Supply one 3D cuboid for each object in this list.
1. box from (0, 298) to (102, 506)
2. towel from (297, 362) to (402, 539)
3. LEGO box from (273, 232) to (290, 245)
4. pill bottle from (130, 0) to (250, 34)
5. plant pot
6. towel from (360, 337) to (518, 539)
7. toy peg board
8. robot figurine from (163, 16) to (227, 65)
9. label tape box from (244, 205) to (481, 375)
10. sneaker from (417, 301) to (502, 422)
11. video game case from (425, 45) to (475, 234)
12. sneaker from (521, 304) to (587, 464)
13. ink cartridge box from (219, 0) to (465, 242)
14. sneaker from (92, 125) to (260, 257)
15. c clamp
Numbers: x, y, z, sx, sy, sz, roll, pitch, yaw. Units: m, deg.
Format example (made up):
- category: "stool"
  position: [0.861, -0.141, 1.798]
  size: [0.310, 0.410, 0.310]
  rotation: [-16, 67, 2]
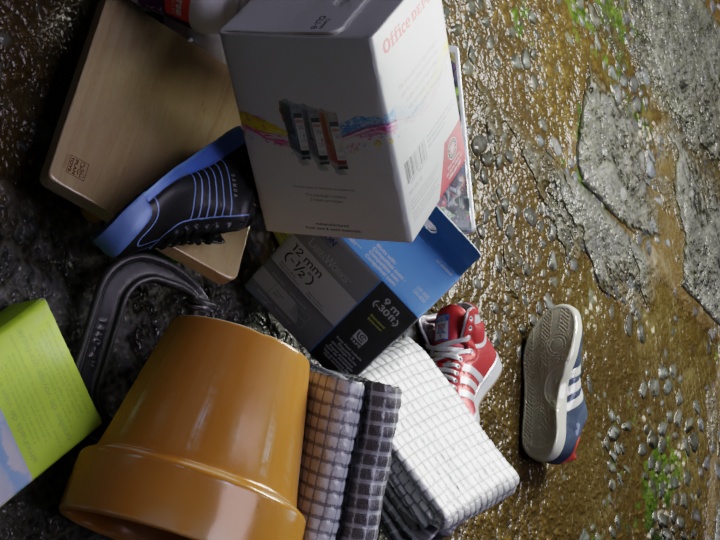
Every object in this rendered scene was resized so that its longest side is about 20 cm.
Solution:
- category: "box"
  position: [-0.300, 0.120, 1.323]
  size: [0.200, 0.048, 0.122]
  rotation: [-42, 114, -51]
- category: "towel"
  position: [-0.033, 0.169, 1.506]
  size: [0.085, 0.200, 0.166]
  rotation: [9, 90, -20]
- category: "LEGO box"
  position: [-0.038, -0.100, 1.726]
  size: [0.149, 0.077, 0.200]
  rotation: [-50, 122, -48]
- category: "pill bottle"
  position: [-0.164, -0.282, 1.479]
  size: [0.113, 0.200, 0.112]
  rotation: [-60, 169, -20]
- category: "plant pot"
  position: [-0.128, 0.144, 1.399]
  size: [0.200, 0.200, 0.183]
  rotation: [34, 66, -46]
- category: "towel"
  position: [0.050, 0.181, 1.711]
  size: [0.200, 0.086, 0.166]
  rotation: [52, 33, 11]
- category: "toy peg board"
  position: [-0.196, -0.106, 1.512]
  size: [0.199, 0.098, 0.200]
  rotation: [30, 56, -29]
- category: "robot figurine"
  position: [-0.122, -0.264, 1.618]
  size: [0.170, 0.113, 0.200]
  rotation: [36, 51, -23]
- category: "label tape box"
  position: [0.000, 0.000, 1.587]
  size: [0.143, 0.200, 0.066]
  rotation: [46, 43, 2]
- category: "sneaker"
  position: [0.097, 0.112, 1.868]
  size: [0.113, 0.071, 0.200]
  rotation: [68, 29, -22]
- category: "video game case"
  position: [0.031, -0.136, 1.694]
  size: [0.182, 0.023, 0.200]
  rotation: [0, 81, -33]
- category: "sneaker"
  position: [0.250, 0.145, 2.080]
  size: [0.084, 0.075, 0.200]
  rotation: [26, 71, -48]
- category: "ink cartridge box"
  position: [-0.010, -0.148, 1.427]
  size: [0.145, 0.144, 0.200]
  rotation: [-54, 142, -47]
- category: "sneaker"
  position: [-0.141, -0.052, 1.426]
  size: [0.078, 0.070, 0.200]
  rotation: [53, 47, -4]
- category: "c clamp"
  position: [-0.180, 0.088, 1.477]
  size: [0.171, 0.027, 0.200]
  rotation: [12, 89, -35]
